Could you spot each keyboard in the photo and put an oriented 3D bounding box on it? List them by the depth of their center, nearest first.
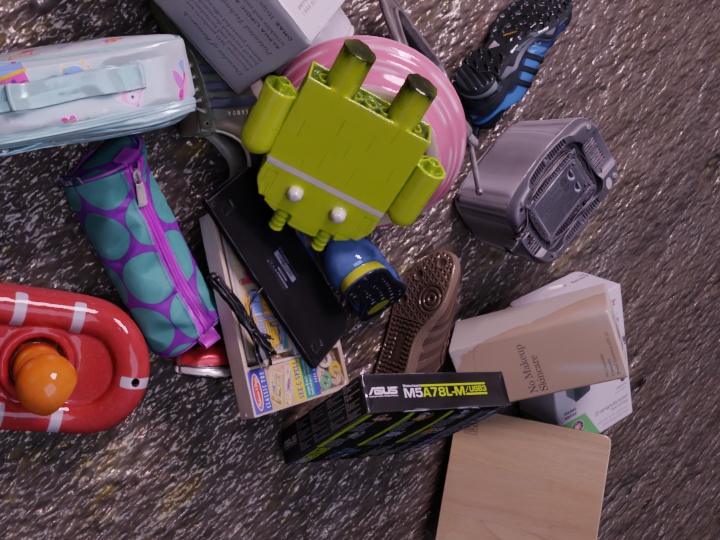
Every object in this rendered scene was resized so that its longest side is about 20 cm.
[{"bbox_3d":[-0.092,0.011,0.789,0.202,0.020,0.127,58,46,-16],"label":"keyboard"}]

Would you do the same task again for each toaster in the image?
[{"bbox_3d":[0.204,-0.095,0.981,0.201,0.128,0.114,-51,121,-13],"label":"toaster"}]

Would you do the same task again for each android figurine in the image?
[{"bbox_3d":[-0.019,-0.100,0.725,0.180,0.041,0.201,26,126,-15],"label":"android figurine"}]

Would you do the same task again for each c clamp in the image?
[{"bbox_3d":[0.078,-0.201,0.866,0.027,0.173,0.200,-24,140,23],"label":"c clamp"}]

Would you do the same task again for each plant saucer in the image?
[{"bbox_3d":[0.002,-0.117,0.767,0.196,0.051,0.203,4,130,4],"label":"plant saucer"}]

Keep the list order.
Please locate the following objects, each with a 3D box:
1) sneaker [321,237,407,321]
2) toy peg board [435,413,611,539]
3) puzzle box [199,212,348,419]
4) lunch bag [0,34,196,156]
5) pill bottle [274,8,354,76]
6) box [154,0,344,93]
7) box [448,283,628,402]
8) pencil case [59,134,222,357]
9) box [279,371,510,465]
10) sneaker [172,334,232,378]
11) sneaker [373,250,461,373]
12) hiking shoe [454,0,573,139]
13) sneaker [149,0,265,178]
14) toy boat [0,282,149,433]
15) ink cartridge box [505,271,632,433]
[{"bbox_3d":[0.000,0.000,0.881,0.065,0.079,0.200,-35,162,0],"label":"sneaker"},{"bbox_3d":[0.211,0.297,1.066,0.098,0.196,0.204,33,67,-75],"label":"toy peg board"},{"bbox_3d":[-0.085,0.036,0.823,0.132,0.025,0.204,-10,86,-45],"label":"puzzle box"},{"bbox_3d":[-0.239,-0.144,0.664,0.196,0.160,0.079,-16,111,-19],"label":"lunch bag"},{"bbox_3d":[-0.005,-0.167,0.838,0.120,0.119,0.201,-46,120,-14],"label":"pill bottle"},{"bbox_3d":[-0.091,-0.306,0.700,0.200,0.130,0.200,46,58,-22],"label":"box"},{"bbox_3d":[0.216,0.095,0.991,0.096,0.197,0.078,65,23,-17],"label":"box"},{"bbox_3d":[-0.202,-0.020,0.766,0.085,0.091,0.203,-42,123,-36],"label":"pencil case"},{"bbox_3d":[0.035,0.166,0.906,0.190,0.200,0.048,5,62,-30],"label":"box"},{"bbox_3d":[-0.115,0.061,0.860,0.198,0.076,0.087,-16,99,-39],"label":"sneaker"},{"bbox_3d":[0.077,0.074,0.990,0.075,0.070,0.203,21,95,-50],"label":"sneaker"},{"bbox_3d":[0.185,-0.255,0.978,0.200,0.074,0.087,-44,145,-18],"label":"hiking shoe"},{"bbox_3d":[-0.146,-0.168,0.779,0.090,0.067,0.201,-51,125,-17],"label":"sneaker"},{"bbox_3d":[-0.282,0.089,0.718,0.197,0.130,0.133,10,97,-33],"label":"toy boat"},{"bbox_3d":[0.288,0.124,1.112,0.144,0.084,0.204,-23,112,-26],"label":"ink cartridge box"}]
